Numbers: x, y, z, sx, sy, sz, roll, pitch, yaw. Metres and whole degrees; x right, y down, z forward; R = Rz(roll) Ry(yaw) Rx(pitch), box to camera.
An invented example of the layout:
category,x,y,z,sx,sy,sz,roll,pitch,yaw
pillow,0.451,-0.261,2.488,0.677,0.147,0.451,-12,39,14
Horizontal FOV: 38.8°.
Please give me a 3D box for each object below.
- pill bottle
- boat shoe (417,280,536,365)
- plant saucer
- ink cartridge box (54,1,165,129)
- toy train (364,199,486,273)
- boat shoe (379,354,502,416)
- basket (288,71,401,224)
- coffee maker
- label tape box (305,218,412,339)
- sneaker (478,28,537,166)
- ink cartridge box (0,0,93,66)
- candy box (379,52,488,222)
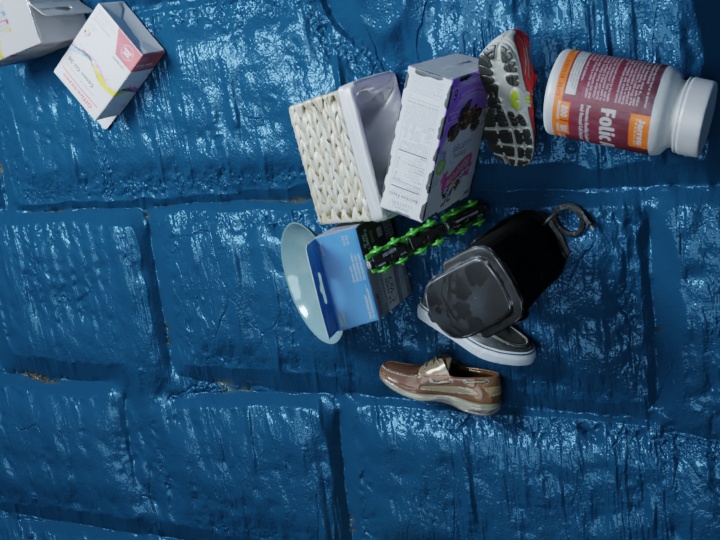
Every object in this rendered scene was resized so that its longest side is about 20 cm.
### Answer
category,x,y,z,sx,sy,sz,roll,pitch,yaw
pill bottle,0.345,-0.212,1.312,0.198,0.114,0.115,15,114,23
boat shoe,0.174,0.076,1.526,0.199,0.072,0.071,25,121,21
plant saucer,-0.063,0.016,1.618,0.201,0.038,0.202,45,145,43
ink cartridge box,-0.431,-0.336,1.711,0.117,0.067,0.200,49,122,5
toy train,0.092,-0.050,1.474,0.042,0.199,0.056,66,166,-8
boat shoe,0.127,0.164,1.587,0.198,0.076,0.073,12,109,14
basket,-0.006,-0.176,1.503,0.122,0.135,0.202,-6,104,33
coffee maker,0.200,-0.009,1.408,0.134,0.200,0.193,39,121,10
label tape box,0.000,0.000,1.518,0.066,0.200,0.145,-9,102,25
sneaker,0.216,-0.234,1.398,0.076,0.085,0.201,17,136,30
ink cartridge box,-0.561,-0.427,1.715,0.198,0.128,0.126,-11,101,30
candy box,0.110,-0.187,1.414,0.071,0.168,0.202,21,116,22
